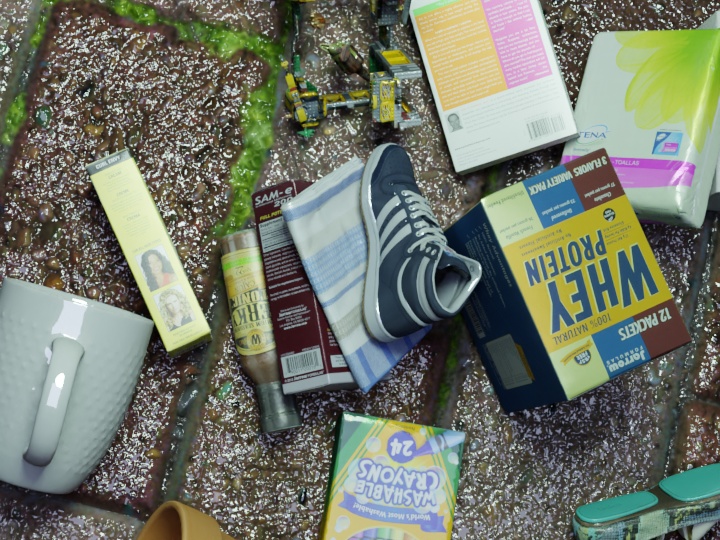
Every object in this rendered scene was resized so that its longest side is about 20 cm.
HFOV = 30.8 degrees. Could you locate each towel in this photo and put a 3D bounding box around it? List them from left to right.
[{"bbox_3d":[0.000,0.000,1.276,0.147,0.024,0.201,-37,107,-54],"label":"towel"}]

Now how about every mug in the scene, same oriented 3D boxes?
[{"bbox_3d":[-0.282,0.112,1.199,0.147,0.200,0.176,17,88,-13],"label":"mug"}]

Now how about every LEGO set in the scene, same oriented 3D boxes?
[{"bbox_3d":[-0.006,-0.219,1.296,0.153,0.116,0.201,0,116,-17],"label":"LEGO set"}]

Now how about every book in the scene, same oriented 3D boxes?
[{"bbox_3d":[0.136,-0.216,1.361,0.133,0.048,0.201,-17,84,15],"label":"book"}]

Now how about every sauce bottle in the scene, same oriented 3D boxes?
[{"bbox_3d":[-0.094,0.059,1.300,0.064,0.065,0.201,-11,81,-9],"label":"sauce bottle"}]

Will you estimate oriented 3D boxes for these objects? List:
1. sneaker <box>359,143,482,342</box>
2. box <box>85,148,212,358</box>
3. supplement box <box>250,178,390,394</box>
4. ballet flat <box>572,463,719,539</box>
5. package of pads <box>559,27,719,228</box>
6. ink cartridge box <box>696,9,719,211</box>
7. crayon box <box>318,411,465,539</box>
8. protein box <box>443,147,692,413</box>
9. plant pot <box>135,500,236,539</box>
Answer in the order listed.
[{"bbox_3d":[0.058,-0.037,1.250,0.070,0.108,0.201,17,66,-40],"label":"sneaker"},{"bbox_3d":[-0.208,-0.016,1.295,0.050,0.075,0.201,-25,85,-8],"label":"box"},{"bbox_3d":[-0.039,0.016,1.288,0.061,0.109,0.201,-15,79,34],"label":"supplement box"},{"bbox_3d":[0.309,0.249,1.324,0.199,0.074,0.075,-13,82,-7],"label":"ballet flat"},{"bbox_3d":[0.292,-0.149,1.347,0.154,0.068,0.201,8,76,40],"label":"package of pads"},{"bbox_3d":[0.433,-0.165,1.394,0.146,0.083,0.201,5,80,-7],"label":"ink cartridge box"},{"bbox_3d":[0.026,0.249,1.288,0.125,0.052,0.201,10,80,-5],"label":"crayon box"},{"bbox_3d":[0.186,0.017,1.267,0.134,0.200,0.200,-23,85,-13],"label":"protein box"},{"bbox_3d":[-0.142,0.328,1.192,0.139,0.200,0.201,23,78,-19],"label":"plant pot"}]
